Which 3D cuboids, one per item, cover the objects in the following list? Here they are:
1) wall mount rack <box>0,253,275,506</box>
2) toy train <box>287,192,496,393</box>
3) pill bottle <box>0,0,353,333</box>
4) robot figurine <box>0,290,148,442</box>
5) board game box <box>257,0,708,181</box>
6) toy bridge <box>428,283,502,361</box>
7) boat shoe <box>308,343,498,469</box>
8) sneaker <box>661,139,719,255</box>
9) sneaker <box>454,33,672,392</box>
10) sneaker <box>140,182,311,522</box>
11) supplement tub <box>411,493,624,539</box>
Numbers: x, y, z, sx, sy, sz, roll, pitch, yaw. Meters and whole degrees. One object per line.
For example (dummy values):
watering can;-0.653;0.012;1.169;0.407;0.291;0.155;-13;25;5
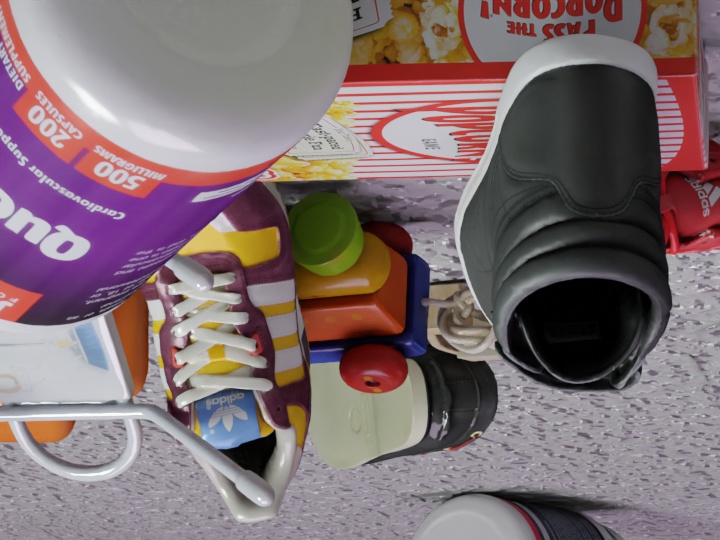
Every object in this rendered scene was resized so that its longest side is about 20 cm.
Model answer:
wall mount rack;-0.124;0.034;1.304;0.173;0.075;0.200;-2;126;18
toy train;0.000;0.000;1.434;0.200;0.085;0.116;-5;153;15
pill bottle;-0.092;-0.050;0.961;0.112;0.113;0.200;6;154;-28
robot figurine;-0.203;0.026;1.446;0.200;0.144;0.117;1;132;-2
board game box;0.028;-0.073;1.108;0.200;0.046;0.152;-1;169;8
toy bridge;0.084;0.038;1.726;0.067;0.027;0.200;-4;168;35
boat shoe;0.020;0.082;1.829;0.063;0.074;0.201;-4;177;-23
sneaker;0.109;-0.028;1.245;0.115;0.078;0.200;-10;-167;0
sneaker;0.069;0.009;1.059;0.071;0.099;0.200;4;152;-1
sneaker;-0.060;0.028;1.351;0.075;0.090;0.200;-11;137;9
supplement tub;0.146;0.276;2.656;0.140;0.141;0.200;-8;166;37
